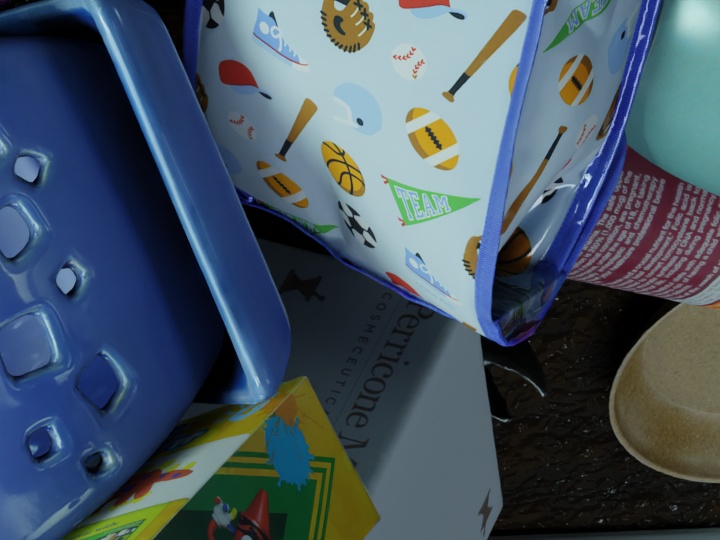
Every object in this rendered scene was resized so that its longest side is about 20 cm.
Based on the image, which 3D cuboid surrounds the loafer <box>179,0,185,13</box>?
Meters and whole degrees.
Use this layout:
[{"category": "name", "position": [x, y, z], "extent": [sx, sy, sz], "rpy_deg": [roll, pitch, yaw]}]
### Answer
[{"category": "loafer", "position": [-0.047, -0.157, 1.205], "extent": [0.072, 0.063, 0.200], "rpy_deg": [-8, 141, -6]}]

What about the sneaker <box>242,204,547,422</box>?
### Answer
[{"category": "sneaker", "position": [-0.002, 0.002, 1.377], "extent": [0.199, 0.104, 0.060], "rpy_deg": [22, 130, -35]}]

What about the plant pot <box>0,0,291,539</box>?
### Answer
[{"category": "plant pot", "position": [-0.152, -0.002, 1.141], "extent": [0.179, 0.201, 0.200], "rpy_deg": [-27, -169, -24]}]

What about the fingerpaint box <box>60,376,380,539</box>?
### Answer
[{"category": "fingerpaint box", "position": [-0.115, 0.133, 1.129], "extent": [0.200, 0.167, 0.074], "rpy_deg": [-21, 103, 30]}]

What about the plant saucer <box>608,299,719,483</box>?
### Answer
[{"category": "plant saucer", "position": [0.226, 0.041, 1.545], "extent": [0.199, 0.036, 0.201], "rpy_deg": [-8, 142, -6]}]

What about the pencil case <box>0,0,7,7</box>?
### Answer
[{"category": "pencil case", "position": [-0.241, -0.119, 1.180], "extent": [0.199, 0.089, 0.088], "rpy_deg": [-17, 141, 7]}]

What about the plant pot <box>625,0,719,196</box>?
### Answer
[{"category": "plant pot", "position": [0.183, -0.117, 1.225], "extent": [0.160, 0.201, 0.201], "rpy_deg": [8, 137, -14]}]

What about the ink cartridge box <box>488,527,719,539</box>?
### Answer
[{"category": "ink cartridge box", "position": [0.106, 0.229, 1.735], "extent": [0.197, 0.044, 0.200], "rpy_deg": [-1, 141, -15]}]

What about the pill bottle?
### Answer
[{"category": "pill bottle", "position": [0.104, -0.052, 1.336], "extent": [0.199, 0.114, 0.114], "rpy_deg": [11, 135, -28]}]

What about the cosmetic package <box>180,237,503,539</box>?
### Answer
[{"category": "cosmetic package", "position": [-0.060, 0.097, 1.315], "extent": [0.199, 0.168, 0.167], "rpy_deg": [14, 142, 20]}]

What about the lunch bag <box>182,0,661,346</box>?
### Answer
[{"category": "lunch bag", "position": [0.022, -0.087, 1.161], "extent": [0.124, 0.170, 0.201], "rpy_deg": [-30, 141, -46]}]
